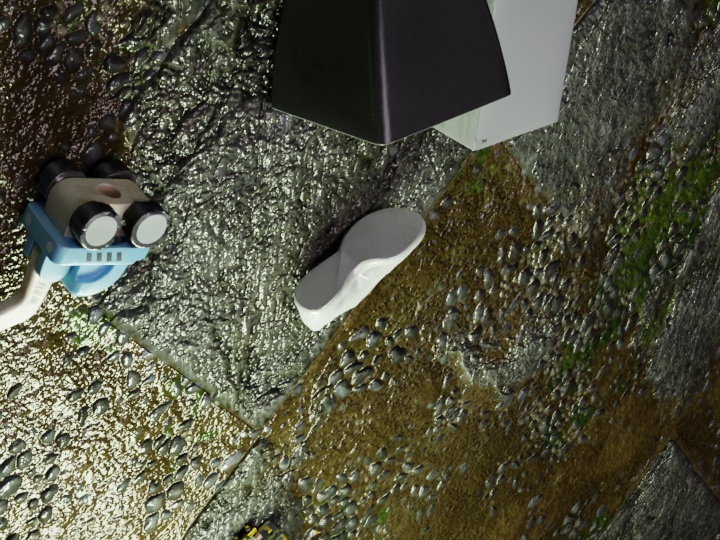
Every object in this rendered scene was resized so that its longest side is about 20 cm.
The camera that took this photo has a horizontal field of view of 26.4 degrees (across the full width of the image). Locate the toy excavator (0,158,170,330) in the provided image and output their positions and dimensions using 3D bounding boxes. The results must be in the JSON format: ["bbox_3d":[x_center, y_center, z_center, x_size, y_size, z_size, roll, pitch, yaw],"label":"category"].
[{"bbox_3d":[-0.315,-0.005,1.580,0.194,0.100,0.201,-3,127,-45],"label":"toy excavator"}]

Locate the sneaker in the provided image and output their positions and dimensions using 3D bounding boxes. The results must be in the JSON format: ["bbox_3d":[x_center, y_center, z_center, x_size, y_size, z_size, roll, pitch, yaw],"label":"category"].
[{"bbox_3d":[0.000,0.000,1.945,0.200,0.075,0.089,-37,152,-14],"label":"sneaker"}]

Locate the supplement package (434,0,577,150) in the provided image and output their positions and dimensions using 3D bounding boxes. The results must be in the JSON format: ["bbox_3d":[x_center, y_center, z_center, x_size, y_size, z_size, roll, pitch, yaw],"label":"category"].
[{"bbox_3d":[0.168,-0.274,1.879,0.155,0.111,0.201,-21,131,-36],"label":"supplement package"}]

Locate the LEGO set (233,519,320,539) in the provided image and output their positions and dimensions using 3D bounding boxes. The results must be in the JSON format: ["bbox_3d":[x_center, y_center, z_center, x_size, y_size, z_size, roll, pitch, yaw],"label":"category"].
[{"bbox_3d":[-0.107,0.444,2.100,0.153,0.116,0.201,-37,138,-22],"label":"LEGO set"}]

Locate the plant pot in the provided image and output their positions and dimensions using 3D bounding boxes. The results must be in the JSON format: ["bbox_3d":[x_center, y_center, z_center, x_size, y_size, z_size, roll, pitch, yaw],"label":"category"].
[{"bbox_3d":[0.028,-0.269,1.679,0.199,0.199,0.179,-23,121,-34],"label":"plant pot"}]
